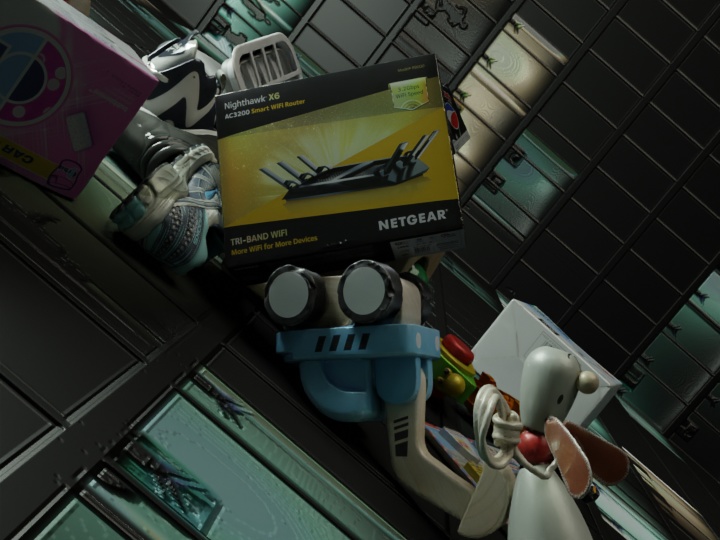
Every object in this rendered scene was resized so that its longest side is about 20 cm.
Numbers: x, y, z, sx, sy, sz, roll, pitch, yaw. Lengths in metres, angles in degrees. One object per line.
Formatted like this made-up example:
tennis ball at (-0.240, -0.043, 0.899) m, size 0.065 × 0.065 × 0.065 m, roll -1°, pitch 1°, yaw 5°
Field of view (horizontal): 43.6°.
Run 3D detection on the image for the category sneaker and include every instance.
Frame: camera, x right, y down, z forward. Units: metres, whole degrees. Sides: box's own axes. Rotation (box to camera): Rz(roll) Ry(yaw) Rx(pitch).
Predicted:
sneaker at (-0.150, -0.045, 0.772) m, size 0.087 × 0.077 × 0.200 m, roll 50°, pitch 14°, yaw -11°
sneaker at (-0.224, -0.204, 0.935) m, size 0.197 × 0.131 × 0.080 m, roll 22°, pitch 17°, yaw -33°
sneaker at (-0.169, -0.100, 0.929) m, size 0.099 × 0.071 × 0.199 m, roll 48°, pitch 17°, yaw 31°

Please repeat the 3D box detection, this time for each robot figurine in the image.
robot figurine at (0.210, 0.201, 1.063) m, size 0.199 × 0.059 × 0.145 m, roll 35°, pitch 4°, yaw -33°

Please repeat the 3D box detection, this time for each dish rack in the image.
dish rack at (-0.101, -0.171, 1.072) m, size 0.203 × 0.043 × 0.172 m, roll 70°, pitch 24°, yaw -14°

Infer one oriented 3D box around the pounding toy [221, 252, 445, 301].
pounding toy at (0.000, 0.000, 0.855) m, size 0.198 × 0.186 × 0.142 m, roll 34°, pitch 7°, yaw 18°

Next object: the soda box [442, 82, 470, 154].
soda box at (0.009, -0.120, 0.932) m, size 0.064 × 0.197 × 0.071 m, roll 63°, pitch 29°, yaw -11°

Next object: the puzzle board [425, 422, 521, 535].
puzzle board at (0.150, 0.216, 0.893) m, size 0.199 × 0.017 × 0.151 m, roll 31°, pitch 14°, yaw -51°

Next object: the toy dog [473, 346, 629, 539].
toy dog at (0.147, 0.162, 0.615) m, size 0.095 × 0.205 × 0.131 m, roll 1°, pitch 11°, yaw 32°

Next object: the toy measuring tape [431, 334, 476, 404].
toy measuring tape at (0.093, 0.100, 1.054) m, size 0.073 × 0.074 × 0.200 m, roll 38°, pitch 9°, yaw -8°

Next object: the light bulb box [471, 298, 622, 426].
light bulb box at (0.290, 0.159, 1.407) m, size 0.198 × 0.125 × 0.199 m, roll 43°, pitch 10°, yaw 19°

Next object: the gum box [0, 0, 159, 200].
gum box at (-0.249, -0.145, 0.636) m, size 0.199 × 0.114 × 0.066 m, roll 30°, pitch 13°, yaw -48°

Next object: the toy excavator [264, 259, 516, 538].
toy excavator at (0.024, 0.098, 0.704) m, size 0.191 × 0.205 × 0.100 m, roll -4°, pitch -8°, yaw 22°

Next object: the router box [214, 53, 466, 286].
router box at (-0.019, -0.084, 0.757) m, size 0.052 × 0.196 × 0.161 m, roll 64°, pitch 17°, yaw -69°

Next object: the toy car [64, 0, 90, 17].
toy car at (-0.344, -0.255, 0.761) m, size 0.197 × 0.187 × 0.177 m, roll -6°, pitch 38°, yaw -37°

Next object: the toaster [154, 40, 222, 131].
toaster at (-0.194, -0.190, 1.108) m, size 0.129 × 0.114 × 0.199 m, roll 48°, pitch 10°, yaw 31°
